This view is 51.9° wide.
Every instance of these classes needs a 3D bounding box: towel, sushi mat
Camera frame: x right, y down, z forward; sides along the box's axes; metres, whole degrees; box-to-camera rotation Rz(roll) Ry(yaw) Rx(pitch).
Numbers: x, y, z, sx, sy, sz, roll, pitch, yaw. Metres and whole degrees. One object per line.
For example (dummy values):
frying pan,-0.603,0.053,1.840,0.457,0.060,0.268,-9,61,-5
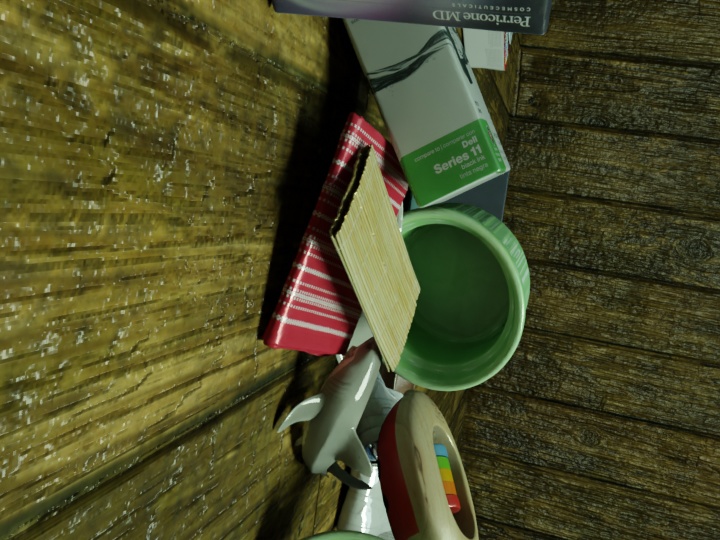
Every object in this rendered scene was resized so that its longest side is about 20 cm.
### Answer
towel,-0.016,-0.021,0.657,0.144,0.022,0.205,22,89,-65
sushi mat,0.018,-0.003,0.654,0.202,0.012,0.097,67,35,-48

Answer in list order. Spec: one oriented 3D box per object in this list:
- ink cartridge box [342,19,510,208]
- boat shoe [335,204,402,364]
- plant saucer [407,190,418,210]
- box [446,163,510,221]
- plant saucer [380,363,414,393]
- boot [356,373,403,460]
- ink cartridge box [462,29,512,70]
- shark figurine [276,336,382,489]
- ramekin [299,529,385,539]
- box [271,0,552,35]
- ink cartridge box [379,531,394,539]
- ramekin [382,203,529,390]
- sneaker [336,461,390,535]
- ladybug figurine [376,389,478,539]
ink cartridge box,0.063,-0.171,0.691,0.205,0.081,0.146,67,17,-2
boat shoe,0.000,0.000,0.759,0.060,0.072,0.206,-152,-117,-66
plant saucer,0.076,-0.084,1.043,0.203,0.018,0.071,96,1,-46
box,0.149,-0.048,1.154,0.197,0.120,0.206,89,12,-76
plant saucer,0.058,0.155,1.154,0.200,0.036,0.207,9,89,-77
boot,0.023,0.195,0.909,0.200,0.072,0.098,54,18,-60
ink cartridge box,0.244,-0.510,1.381,0.200,0.081,0.180,58,43,-68
shark figurine,-0.018,0.177,0.732,0.127,0.089,0.218,-35,151,-39
ramekin,-0.014,0.345,0.677,0.098,0.194,0.205,80,23,-73
box,0.030,-0.263,0.442,0.200,0.194,0.126,74,29,-59
ink cartridge box,0.022,0.485,1.118,0.147,0.081,0.203,82,22,-50
ramekin,0.098,0.022,0.843,0.097,0.195,0.206,-33,131,-61
sneaker,0.028,0.301,1.050,0.200,0.072,0.119,29,74,-74
ladybug figurine,0.064,0.222,0.765,0.136,0.071,0.204,45,28,-50
